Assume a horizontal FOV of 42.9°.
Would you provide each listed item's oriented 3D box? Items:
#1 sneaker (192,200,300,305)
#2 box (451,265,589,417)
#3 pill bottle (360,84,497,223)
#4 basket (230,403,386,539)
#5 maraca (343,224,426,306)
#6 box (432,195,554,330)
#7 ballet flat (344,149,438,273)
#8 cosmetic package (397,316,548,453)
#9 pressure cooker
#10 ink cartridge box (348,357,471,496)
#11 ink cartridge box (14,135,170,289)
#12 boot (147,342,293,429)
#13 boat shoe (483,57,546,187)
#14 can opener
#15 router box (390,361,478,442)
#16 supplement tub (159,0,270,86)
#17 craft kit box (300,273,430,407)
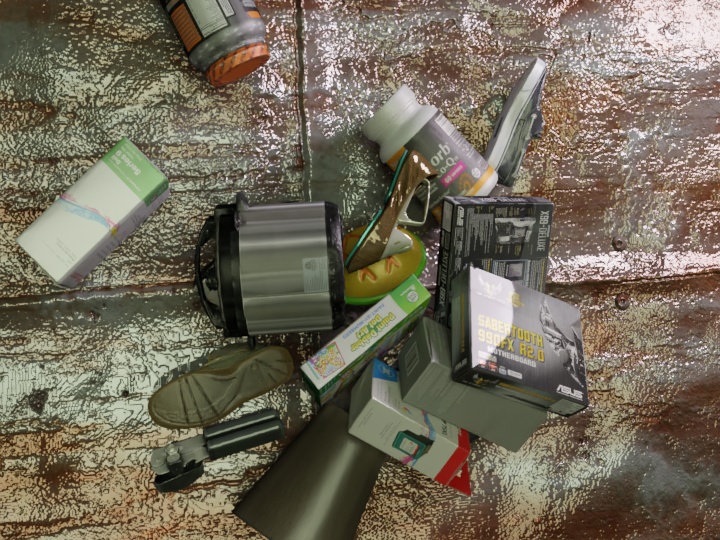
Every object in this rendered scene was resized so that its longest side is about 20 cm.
[{"bbox_3d":[-0.149,-0.020,1.336,0.200,0.074,0.080,-44,106,-5],"label":"sneaker"},{"bbox_3d":[0.218,0.099,1.257,0.198,0.048,0.160,21,54,-23],"label":"box"},{"bbox_3d":[0.100,-0.171,1.364,0.200,0.116,0.116,45,80,-6],"label":"pill bottle"},{"bbox_3d":[-0.057,0.302,1.300,0.179,0.136,0.201,28,75,17],"label":"basket"},{"bbox_3d":[0.000,0.000,1.337,0.198,0.138,0.108,-22,135,-3],"label":"maraca"},{"bbox_3d":[0.191,-0.005,1.324,0.156,0.050,0.202,-2,106,-17],"label":"box"},{"bbox_3d":[0.051,-0.072,1.271,0.072,0.068,0.201,28,72,0],"label":"ballet flat"},{"bbox_3d":[0.155,0.161,1.285,0.198,0.107,0.091,23,118,-18],"label":"cosmetic package"},{"bbox_3d":[-0.119,-0.004,1.210,0.198,0.179,0.178,-5,58,-3],"label":"pressure cooker"},{"bbox_3d":[0.084,0.218,1.277,0.199,0.116,0.068,30,110,-10],"label":"ink cartridge box"},{"bbox_3d":[-0.360,-0.074,1.249,0.087,0.145,0.200,43,80,-6],"label":"ink cartridge box"},{"bbox_3d":[-0.202,0.153,1.264,0.198,0.154,0.073,-22,98,-18],"label":"boot"},{"bbox_3d":[0.252,-0.227,1.421,0.067,0.072,0.202,24,85,-7],"label":"boat shoe"},{"bbox_3d":[-0.205,0.255,1.319,0.198,0.053,0.067,-20,125,-10],"label":"can opener"},{"bbox_3d":[0.136,0.179,1.384,0.199,0.052,0.158,-35,94,-11],"label":"router box"},{"bbox_3d":[-0.215,-0.375,1.308,0.122,0.122,0.202,-27,93,-12],"label":"supplement tub"},{"bbox_3d":[0.005,0.104,1.287,0.197,0.200,0.049,-42,80,-10],"label":"craft kit box"}]
